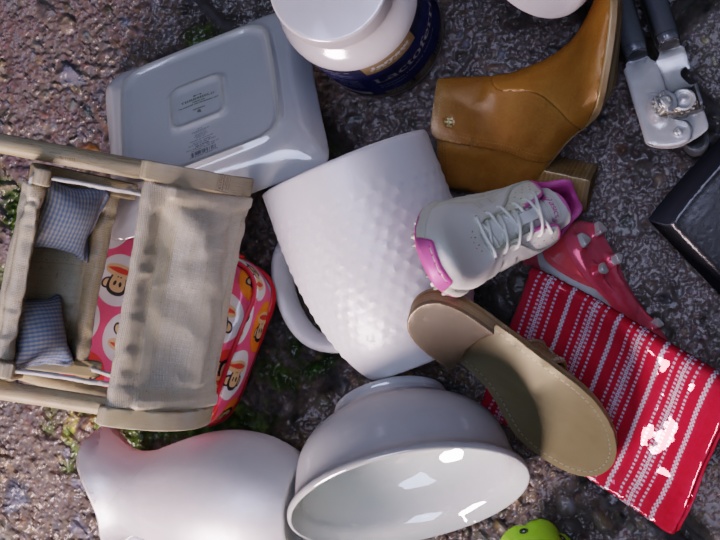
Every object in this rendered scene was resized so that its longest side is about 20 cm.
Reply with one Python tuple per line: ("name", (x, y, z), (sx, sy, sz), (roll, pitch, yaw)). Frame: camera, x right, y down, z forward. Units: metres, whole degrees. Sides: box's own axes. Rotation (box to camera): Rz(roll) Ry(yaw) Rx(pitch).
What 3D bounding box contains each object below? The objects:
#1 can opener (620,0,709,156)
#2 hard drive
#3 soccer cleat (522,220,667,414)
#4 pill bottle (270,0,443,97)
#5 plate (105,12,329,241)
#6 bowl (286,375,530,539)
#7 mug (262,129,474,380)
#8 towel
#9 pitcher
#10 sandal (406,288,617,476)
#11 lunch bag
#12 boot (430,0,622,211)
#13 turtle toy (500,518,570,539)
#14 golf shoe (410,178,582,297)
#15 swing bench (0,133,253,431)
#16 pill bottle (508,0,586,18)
("can opener", (0.237, -0.188, 1.114), (0.052, 0.066, 0.201), (-16, 76, 7))
("hard drive", (0.347, -0.066, 1.079), (0.200, 0.042, 0.135), (-44, 91, 7))
("soccer cleat", (0.206, 0.054, 1.114), (0.076, 0.067, 0.201), (-28, 89, 46))
("pill bottle", (-0.003, -0.212, 1.094), (0.115, 0.200, 0.117), (0, 88, 13))
("plate", (-0.133, -0.135, 1.151), (0.199, 0.032, 0.201), (-19, 49, 10))
("bowl", (0.032, 0.147, 1.093), (0.200, 0.201, 0.091), (-19, 59, 11))
("mug", (0.000, 0.000, 1.126), (0.199, 0.147, 0.176), (-21, 90, 42))
("towel", (0.195, 0.104, 1.080), (0.199, 0.022, 0.145), (32, 118, 26))
("pitcher", (-0.135, 0.220, 1.160), (0.199, 0.121, 0.173), (1, 108, 23))
("sandal", (0.128, 0.072, 1.064), (0.211, 0.070, 0.078), (39, 126, -16))
("lunch bag", (-0.179, 0.027, 1.154), (0.199, 0.082, 0.177), (21, 92, 13))
("boot", (0.132, -0.147, 1.102), (0.143, 0.071, 0.202), (14, 115, 14))
("turtle toy", (0.135, 0.298, 1.074), (0.145, 0.101, 0.201), (10, 48, -4))
("golf shoe", (0.107, -0.036, 1.030), (0.091, 0.200, 0.076), (-24, 92, 29))
("swing bench", (-0.201, 0.009, 1.043), (0.199, 0.130, 0.200), (10, 93, 10))
("pill bottle", (0.187, -0.301, 1.063), (0.113, 0.114, 0.200), (39, 67, 11))
